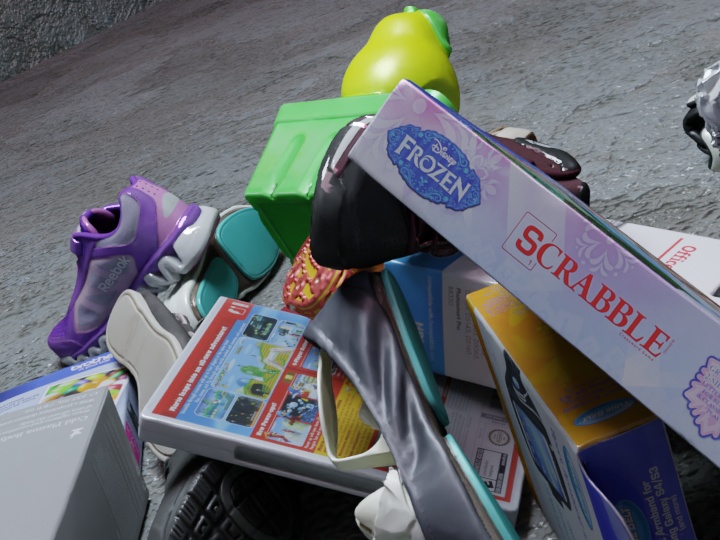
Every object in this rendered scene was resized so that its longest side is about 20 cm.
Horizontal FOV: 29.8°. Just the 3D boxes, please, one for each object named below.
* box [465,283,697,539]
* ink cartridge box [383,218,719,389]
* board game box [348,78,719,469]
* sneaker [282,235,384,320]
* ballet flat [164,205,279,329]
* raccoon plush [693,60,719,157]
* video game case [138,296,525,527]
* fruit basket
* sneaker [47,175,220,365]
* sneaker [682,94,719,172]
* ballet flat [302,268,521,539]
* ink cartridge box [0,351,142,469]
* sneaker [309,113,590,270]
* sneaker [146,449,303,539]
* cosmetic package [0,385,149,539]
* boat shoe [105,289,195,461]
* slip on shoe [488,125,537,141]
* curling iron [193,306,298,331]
[{"bbox_3d":[0.101,0.088,0.581,0.041,0.120,0.200,-21,20,-4],"label":"box"},{"bbox_3d":[0.125,0.022,0.747,0.198,0.067,0.116,13,27,32],"label":"ink cartridge box"},{"bbox_3d":[0.114,0.014,0.562,0.041,0.199,0.200,-53,-26,9],"label":"board game box"},{"bbox_3d":[0.000,0.000,0.811,0.073,0.077,0.200,-55,2,7],"label":"sneaker"},{"bbox_3d":[-0.122,0.006,1.109,0.069,0.070,0.200,-13,23,19],"label":"ballet flat"},{"bbox_3d":[0.247,-0.077,0.778,0.096,0.201,0.134,-31,31,9],"label":"raccoon plush"},{"bbox_3d":[-0.004,0.073,0.740,0.198,0.018,0.143,13,27,7],"label":"video game case"},{"bbox_3d":[0.027,-0.101,1.085,0.214,0.156,0.216,-25,30,16],"label":"fruit basket"},{"bbox_3d":[-0.200,-0.005,1.086,0.200,0.088,0.081,-42,19,31],"label":"sneaker"},{"bbox_3d":[0.287,-0.133,1.036,0.087,0.076,0.200,-15,20,14],"label":"sneaker"},{"bbox_3d":[0.022,0.090,0.644,0.072,0.073,0.201,-22,57,-6],"label":"ballet flat"},{"bbox_3d":[-0.212,0.112,0.950,0.118,0.042,0.200,-20,18,0],"label":"ink cartridge box"},{"bbox_3d":[0.059,-0.042,0.712,0.114,0.077,0.200,12,21,22],"label":"sneaker"},{"bbox_3d":[-0.075,0.123,0.758,0.090,0.076,0.200,-24,12,26],"label":"sneaker"},{"bbox_3d":[-0.188,0.153,0.748,0.106,0.091,0.200,-16,17,3],"label":"cosmetic package"},{"bbox_3d":[-0.122,0.069,0.917,0.057,0.067,0.200,17,16,-29],"label":"boat shoe"},{"bbox_3d":[0.061,-0.043,0.889,0.060,0.077,0.200,9,32,22],"label":"slip on shoe"},{"bbox_3d":[-0.045,0.022,0.964,0.199,0.026,0.050,-28,46,19],"label":"curling iron"}]
